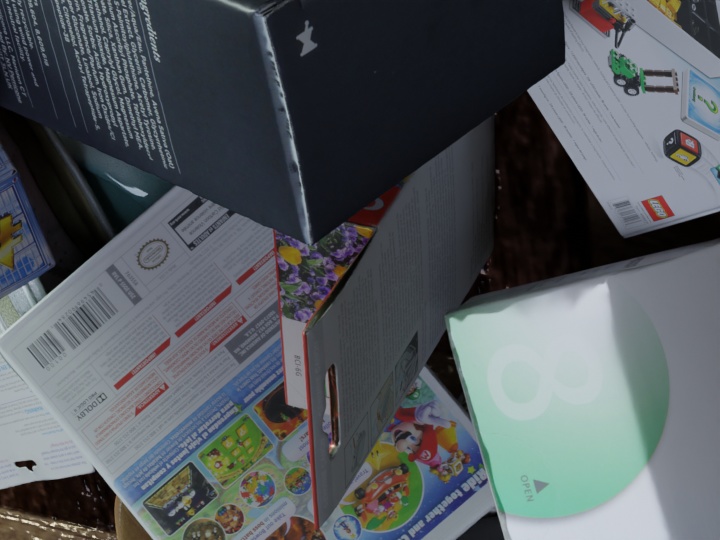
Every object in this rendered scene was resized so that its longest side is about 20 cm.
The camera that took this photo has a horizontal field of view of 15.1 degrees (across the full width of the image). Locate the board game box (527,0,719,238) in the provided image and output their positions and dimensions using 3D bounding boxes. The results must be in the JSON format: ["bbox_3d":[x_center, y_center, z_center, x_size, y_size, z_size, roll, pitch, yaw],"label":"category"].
[{"bbox_3d":[0.109,-0.112,1.080,0.126,0.035,0.200,-17,116,40],"label":"board game box"}]

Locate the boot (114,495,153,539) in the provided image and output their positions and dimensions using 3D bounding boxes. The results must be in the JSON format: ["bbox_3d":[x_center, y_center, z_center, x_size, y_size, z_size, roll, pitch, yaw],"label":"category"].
[{"bbox_3d":[-0.086,0.132,1.359,0.074,0.076,0.200,12,144,-8],"label":"boot"}]

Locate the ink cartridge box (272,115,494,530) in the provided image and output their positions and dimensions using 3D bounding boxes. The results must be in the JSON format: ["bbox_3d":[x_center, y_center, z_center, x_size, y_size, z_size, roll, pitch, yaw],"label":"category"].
[{"bbox_3d":[0.000,0.000,1.119,0.050,0.200,0.109,14,131,19],"label":"ink cartridge box"}]

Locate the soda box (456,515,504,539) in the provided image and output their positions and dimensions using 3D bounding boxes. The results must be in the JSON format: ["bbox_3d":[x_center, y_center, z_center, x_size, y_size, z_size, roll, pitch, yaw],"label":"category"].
[{"bbox_3d":[0.094,0.149,1.224,0.200,0.071,0.063,-11,144,11],"label":"soda box"}]

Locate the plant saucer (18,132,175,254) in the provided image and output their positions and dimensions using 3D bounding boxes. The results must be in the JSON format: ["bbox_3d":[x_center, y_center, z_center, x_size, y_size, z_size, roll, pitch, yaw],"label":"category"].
[{"bbox_3d":[-0.136,-0.001,1.323,0.200,0.027,0.200,17,133,19],"label":"plant saucer"}]

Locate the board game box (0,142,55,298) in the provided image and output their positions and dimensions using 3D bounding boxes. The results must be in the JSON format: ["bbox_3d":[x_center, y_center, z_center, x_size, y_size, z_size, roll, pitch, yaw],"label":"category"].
[{"bbox_3d":[-0.199,-0.081,1.129,0.200,0.062,0.200,59,169,3],"label":"board game box"}]

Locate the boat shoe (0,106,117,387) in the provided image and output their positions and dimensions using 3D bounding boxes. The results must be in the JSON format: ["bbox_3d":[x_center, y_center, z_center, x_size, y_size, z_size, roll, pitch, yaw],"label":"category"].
[{"bbox_3d":[-0.140,-0.010,1.249,0.065,0.074,0.202,-19,107,40],"label":"boat shoe"}]

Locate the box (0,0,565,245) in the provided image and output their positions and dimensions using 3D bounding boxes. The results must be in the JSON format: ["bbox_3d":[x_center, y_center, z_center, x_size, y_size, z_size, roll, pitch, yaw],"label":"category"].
[{"bbox_3d":[-0.044,-0.114,1.048,0.200,0.148,0.104,26,140,40],"label":"box"}]

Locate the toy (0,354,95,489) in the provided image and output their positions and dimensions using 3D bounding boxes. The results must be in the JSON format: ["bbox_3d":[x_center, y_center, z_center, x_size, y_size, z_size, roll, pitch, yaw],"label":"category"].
[{"bbox_3d":[-0.196,0.009,1.311,0.115,0.047,0.200,-14,112,53],"label":"toy"}]

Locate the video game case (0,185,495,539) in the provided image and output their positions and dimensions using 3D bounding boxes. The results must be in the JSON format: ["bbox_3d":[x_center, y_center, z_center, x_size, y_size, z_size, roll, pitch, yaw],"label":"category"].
[{"bbox_3d":[-0.046,0.062,1.204,0.143,0.018,0.200,-40,83,2],"label":"video game case"}]

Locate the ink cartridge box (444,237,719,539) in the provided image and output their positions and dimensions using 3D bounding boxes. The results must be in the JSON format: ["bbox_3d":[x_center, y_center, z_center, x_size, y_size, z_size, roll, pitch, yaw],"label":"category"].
[{"bbox_3d":[0.151,0.068,1.122,0.200,0.050,0.161,-14,97,20],"label":"ink cartridge box"}]

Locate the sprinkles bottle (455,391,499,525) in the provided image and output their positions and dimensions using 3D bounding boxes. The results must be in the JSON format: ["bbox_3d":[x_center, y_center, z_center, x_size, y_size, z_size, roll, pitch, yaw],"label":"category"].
[{"bbox_3d":[0.062,0.085,1.250,0.068,0.068,0.200,43,135,-8],"label":"sprinkles bottle"}]
